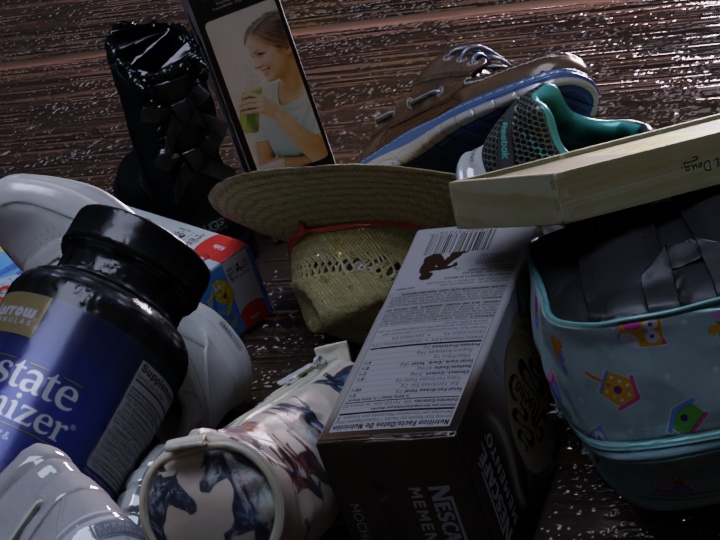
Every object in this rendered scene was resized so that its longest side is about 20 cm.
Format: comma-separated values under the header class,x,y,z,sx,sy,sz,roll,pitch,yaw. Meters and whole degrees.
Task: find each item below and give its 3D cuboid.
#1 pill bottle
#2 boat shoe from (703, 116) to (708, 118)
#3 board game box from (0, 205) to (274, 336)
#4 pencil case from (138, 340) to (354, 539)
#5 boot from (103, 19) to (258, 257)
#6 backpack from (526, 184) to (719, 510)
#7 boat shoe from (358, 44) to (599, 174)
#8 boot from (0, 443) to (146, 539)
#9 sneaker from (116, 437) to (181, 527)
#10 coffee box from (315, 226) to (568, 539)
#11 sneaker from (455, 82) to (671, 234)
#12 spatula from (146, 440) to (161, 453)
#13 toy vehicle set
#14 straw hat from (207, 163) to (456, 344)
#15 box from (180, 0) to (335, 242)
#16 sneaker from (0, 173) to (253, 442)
class,x,y,z,sx,sy,sz,roll,pitch,yaw
pill bottle,-0.164,0.069,1.306,0.112,0.112,0.200,8,63,39
boat shoe,0.223,-0.071,1.478,0.200,0.068,0.072,7,39,41
board game box,-0.196,0.035,1.548,0.196,0.056,0.200,-37,34,-30
pencil case,-0.044,0.102,1.242,0.078,0.089,0.200,-21,2,23
boot,-0.138,-0.097,1.632,0.073,0.163,0.198,-25,29,-14
backpack,0.178,0.037,1.212,0.176,0.153,0.200,-11,8,3
boat shoe,0.064,-0.098,1.441,0.200,0.072,0.072,-24,55,43
boot,-0.176,0.185,1.167,0.096,0.074,0.200,44,108,44
sneaker,-0.082,0.173,1.244,0.115,0.075,0.200,1,45,24
coffee box,0.054,0.075,1.277,0.080,0.113,0.200,-5,32,22
sneaker,0.158,-0.040,1.360,0.200,0.091,0.078,24,38,-6
spatula,-0.174,0.129,1.408,0.200,0.021,0.057,-16,14,11
toy vehicle set,0.162,-0.058,1.259,0.200,0.027,0.124,-15,6,-21
straw hat,0.000,0.000,1.457,0.201,0.201,0.085,-4,75,26
box,-0.072,-0.135,1.620,0.060,0.200,0.117,-20,30,-4
sneaker,-0.152,0.023,1.406,0.075,0.200,0.100,-43,6,39
